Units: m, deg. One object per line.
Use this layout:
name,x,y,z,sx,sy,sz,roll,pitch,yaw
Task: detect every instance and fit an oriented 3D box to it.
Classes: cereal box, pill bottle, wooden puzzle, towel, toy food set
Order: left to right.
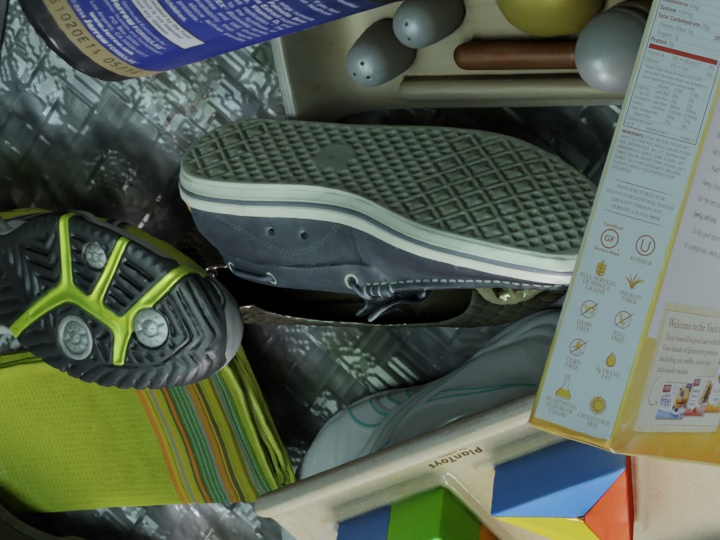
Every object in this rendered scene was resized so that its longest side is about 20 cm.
towel,-0.117,0.075,1.254,0.200,0.018,0.086,-8,110,42
pill bottle,-0.029,-0.145,0.997,0.200,0.112,0.112,-13,107,33
toy food set,0.048,-0.122,1.050,0.200,0.060,0.144,1,115,29
wooden puzzle,0.083,0.125,1.096,0.185,0.046,0.200,-23,133,29
cereal box,0.130,-0.031,0.950,0.039,0.144,0.200,17,91,29

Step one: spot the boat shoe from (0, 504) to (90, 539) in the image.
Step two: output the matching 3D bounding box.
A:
boat shoe,-0.181,0.155,1.313,0.200,0.072,0.068,23,146,17

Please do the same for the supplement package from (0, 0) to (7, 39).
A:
supplement package,-0.269,-0.099,1.155,0.150,0.200,0.152,26,125,16

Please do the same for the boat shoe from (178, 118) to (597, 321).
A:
boat shoe,0.017,-0.017,1.077,0.200,0.075,0.062,8,129,32

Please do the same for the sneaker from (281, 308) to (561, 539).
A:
sneaker,0.024,0.085,1.160,0.070,0.080,0.200,50,129,-4

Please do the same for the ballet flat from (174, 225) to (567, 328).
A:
ballet flat,0.000,0.000,1.149,0.200,0.046,0.067,0,115,30

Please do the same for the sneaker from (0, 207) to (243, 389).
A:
sneaker,-0.124,0.002,1.186,0.200,0.076,0.076,15,109,38
